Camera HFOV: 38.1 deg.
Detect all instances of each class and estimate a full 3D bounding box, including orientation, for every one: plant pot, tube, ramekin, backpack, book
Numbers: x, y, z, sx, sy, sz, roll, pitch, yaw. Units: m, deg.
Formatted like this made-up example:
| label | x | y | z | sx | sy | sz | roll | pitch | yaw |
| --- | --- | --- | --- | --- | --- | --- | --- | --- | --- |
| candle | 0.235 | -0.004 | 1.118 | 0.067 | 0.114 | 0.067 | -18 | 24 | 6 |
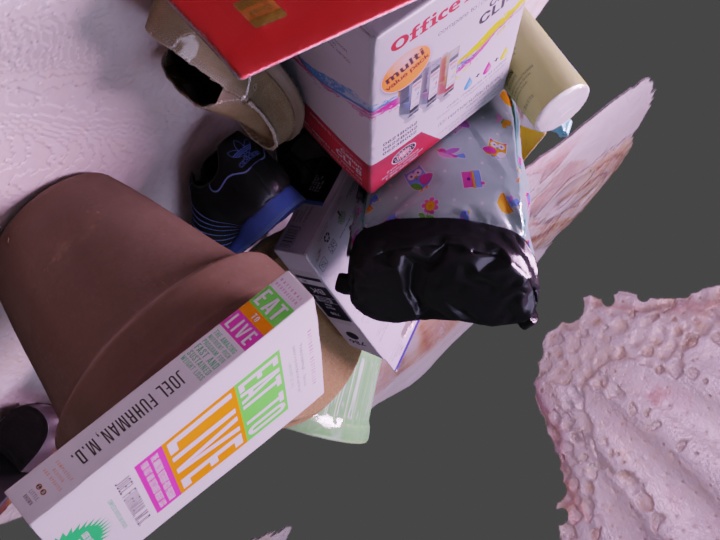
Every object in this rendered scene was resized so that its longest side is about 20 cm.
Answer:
| label | x | y | z | sx | sy | sz | roll | pitch | yaw |
| --- | --- | --- | --- | --- | --- | --- | --- | --- | --- |
| plant pot | -0.162 | 0.030 | 0.732 | 0.200 | 0.175 | 0.201 | -42 | 163 | -15 |
| tube | 0.103 | -0.198 | 0.824 | 0.058 | 0.201 | 0.052 | -40 | 157 | 20 |
| ramekin | -0.073 | 0.108 | 1.123 | 0.200 | 0.198 | 0.099 | 23 | 85 | -74 |
| backpack | 0.071 | -0.062 | 0.837 | 0.127 | 0.165 | 0.202 | 97 | -1 | -52 |
| book | -0.111 | 0.096 | 0.636 | 0.200 | 0.048 | 0.134 | -39 | 160 | -20 |

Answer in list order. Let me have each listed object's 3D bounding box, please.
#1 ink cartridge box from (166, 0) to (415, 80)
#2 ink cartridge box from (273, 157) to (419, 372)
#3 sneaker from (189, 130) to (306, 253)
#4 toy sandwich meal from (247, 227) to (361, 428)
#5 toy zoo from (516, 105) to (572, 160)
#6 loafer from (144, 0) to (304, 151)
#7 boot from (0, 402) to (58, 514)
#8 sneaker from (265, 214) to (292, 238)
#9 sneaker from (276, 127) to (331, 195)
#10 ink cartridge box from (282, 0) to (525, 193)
| label | x | y | z | sx | sy | sz | roll | pitch | yaw |
| --- | --- | --- | --- | --- | --- | --- | --- | --- | --- |
| ink cartridge box | -0.040 | -0.192 | 0.495 | 0.199 | 0.176 | 0.045 | -34 | 161 | -38 |
| ink cartridge box | 0.000 | 0.000 | 0.927 | 0.100 | 0.039 | 0.200 | -63 | 143 | -24 |
| sneaker | -0.111 | -0.055 | 0.875 | 0.070 | 0.078 | 0.200 | -40 | -175 | -29 |
| toy sandwich meal | -0.069 | 0.045 | 0.960 | 0.204 | 0.070 | 0.208 | -14 | 110 | -42 |
| toy zoo | 0.088 | -0.152 | 0.914 | 0.131 | 0.198 | 0.021 | 93 | 17 | -68 |
| loafer | -0.094 | -0.137 | 0.699 | 0.067 | 0.076 | 0.200 | -43 | 154 | -8 |
| boot | -0.327 | 0.196 | 0.972 | 0.189 | 0.068 | 0.200 | -53 | 173 | -6 |
| sneaker | -0.037 | 0.003 | 1.114 | 0.073 | 0.114 | 0.201 | -41 | 163 | -11 |
| sneaker | -0.026 | -0.087 | 0.982 | 0.111 | 0.077 | 0.200 | -45 | 165 | -9 |
| ink cartridge box | 0.015 | -0.185 | 0.713 | 0.145 | 0.145 | 0.200 | -38 | 162 | -14 |
